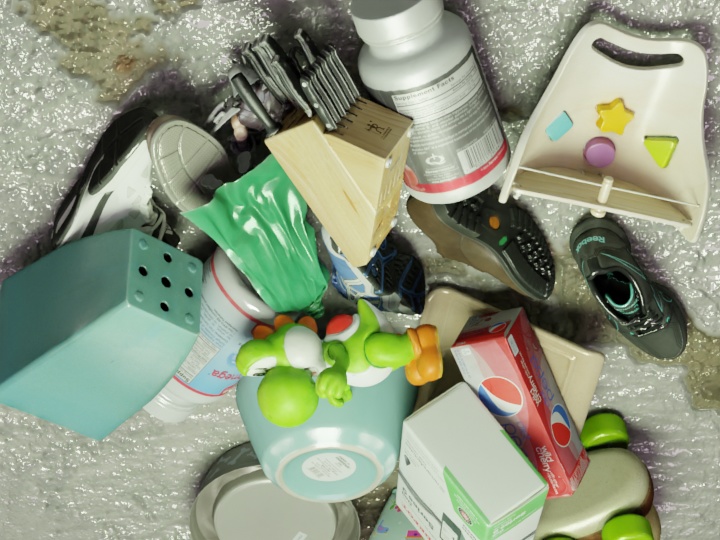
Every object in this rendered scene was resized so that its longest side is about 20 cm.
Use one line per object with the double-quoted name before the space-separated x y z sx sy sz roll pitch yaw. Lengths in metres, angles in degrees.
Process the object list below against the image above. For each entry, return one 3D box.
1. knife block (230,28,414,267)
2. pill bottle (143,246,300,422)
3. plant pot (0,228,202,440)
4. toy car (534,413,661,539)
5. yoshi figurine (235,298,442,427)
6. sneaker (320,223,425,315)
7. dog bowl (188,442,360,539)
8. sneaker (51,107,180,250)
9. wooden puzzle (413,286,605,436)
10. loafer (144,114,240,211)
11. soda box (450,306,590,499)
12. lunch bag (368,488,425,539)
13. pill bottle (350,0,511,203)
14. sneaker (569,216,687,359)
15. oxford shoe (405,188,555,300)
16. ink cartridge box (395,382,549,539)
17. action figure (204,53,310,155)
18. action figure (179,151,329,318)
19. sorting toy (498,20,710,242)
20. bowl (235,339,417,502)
"knife block" -0.044 -0.119 1.472 0.174 0.064 0.201 25 139 14
"pill bottle" -0.156 0.067 1.664 0.108 0.109 0.200 31 122 -20
"plant pot" -0.252 0.051 1.591 0.141 0.143 0.199 27 137 -35
"toy car" 0.275 0.293 1.803 0.157 0.165 0.200 -21 136 16
"yoshi figurine" -0.022 0.106 1.565 0.198 0.112 0.113 -3 123 -11
"sneaker" 0.000 0.000 1.600 0.076 0.076 0.200 -5 154 22
"dog bowl" -0.098 0.279 1.850 0.198 0.059 0.202 1 127 1
"sneaker" -0.219 -0.076 1.594 0.115 0.076 0.201 22 132 -25
"wooden puzzle" 0.150 0.120 1.717 0.198 0.037 0.186 21 127 12
"loafer" -0.151 -0.084 1.556 0.072 0.063 0.200 -47 132 -4
"soda box" 0.167 0.142 1.659 0.069 0.063 0.201 -13 113 31
"lunch bag" 0.104 0.348 1.796 0.198 0.171 0.123 6 130 24
"pill bottle" 0.062 -0.172 1.483 0.110 0.111 0.201 -16 125 12
"sneaker" 0.278 0.035 1.653 0.075 0.080 0.200 -31 122 21
"oxford shoe" 0.124 -0.033 1.622 0.084 0.073 0.200 -14 137 46
"ink cartridge box" 0.113 0.234 1.670 0.084 0.146 0.201 -31 153 -19
"action figure" -0.064 -0.134 1.544 0.130 0.070 0.200 -31 117 30
"action figure" -0.083 -0.023 1.550 0.117 0.055 0.201 -29 127 0
"sorting toy" 0.246 -0.143 1.516 0.198 0.107 0.181 11 119 -7
"bowl" -0.035 0.174 1.698 0.198 0.106 0.202 -2 142 -1
